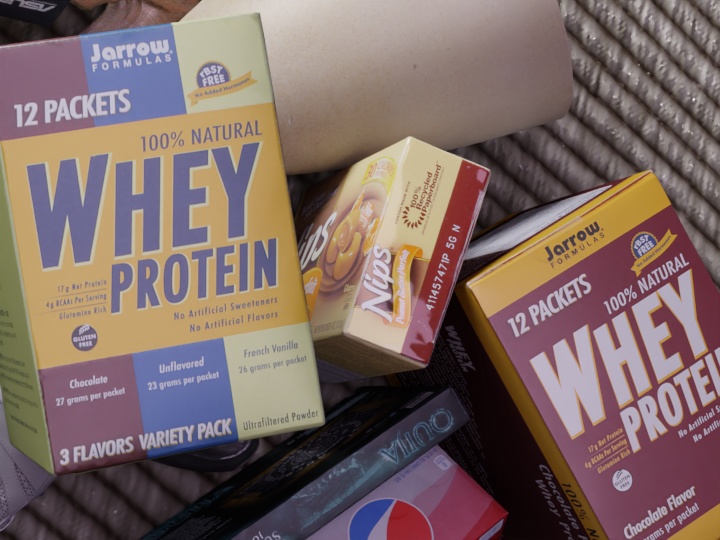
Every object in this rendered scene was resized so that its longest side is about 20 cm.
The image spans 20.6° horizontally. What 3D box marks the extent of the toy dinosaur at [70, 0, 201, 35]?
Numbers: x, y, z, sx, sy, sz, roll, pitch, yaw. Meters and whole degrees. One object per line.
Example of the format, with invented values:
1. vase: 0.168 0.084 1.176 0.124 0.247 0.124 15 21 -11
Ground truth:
1. toy dinosaur: -0.114 -0.197 1.188 0.135 0.086 0.200 18 89 -36

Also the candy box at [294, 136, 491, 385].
1. candy box: 0.000 0.000 1.139 0.055 0.200 0.116 22 78 -14

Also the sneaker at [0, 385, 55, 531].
1. sneaker: -0.249 0.067 1.112 0.200 0.075 0.082 39 72 -12

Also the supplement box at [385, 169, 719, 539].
1. supplement box: 0.124 0.069 1.175 0.133 0.200 0.198 -31 94 -19

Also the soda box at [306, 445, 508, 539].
1. soda box: -0.011 0.185 1.129 0.200 0.063 0.070 -35 66 -30

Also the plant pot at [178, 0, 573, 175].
1. plant pot: -0.006 -0.135 1.177 0.200 0.187 0.188 -25 93 -9

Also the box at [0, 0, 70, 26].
1. box: -0.236 -0.249 1.116 0.161 0.049 0.200 11 65 -26

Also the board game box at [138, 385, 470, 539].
1. board game box: -0.045 0.130 1.145 0.200 0.135 0.028 -33 99 -19

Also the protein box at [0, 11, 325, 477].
1. protein box: -0.119 -0.013 1.014 0.135 0.199 0.201 -10 92 -16

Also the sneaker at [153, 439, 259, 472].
1. sneaker: -0.136 0.048 1.153 0.200 0.079 0.075 41 73 -12
